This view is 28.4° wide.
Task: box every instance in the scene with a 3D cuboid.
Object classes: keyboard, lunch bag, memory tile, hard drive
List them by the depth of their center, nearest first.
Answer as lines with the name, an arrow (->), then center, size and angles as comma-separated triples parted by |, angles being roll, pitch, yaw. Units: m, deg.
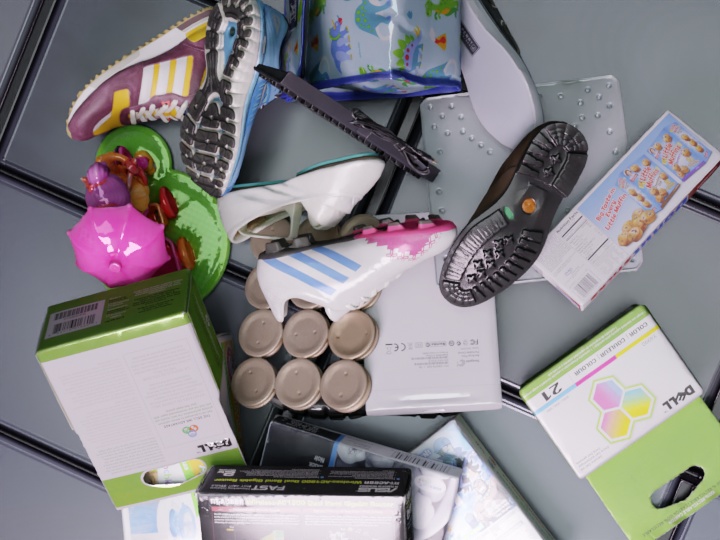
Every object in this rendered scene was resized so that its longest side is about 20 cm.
keyboard -> -0.002, -0.133, 1.331 | 0.199, 0.127, 0.021 | 29, 88, -33
lunch bag -> -0.006, -0.255, 1.381 | 0.199, 0.127, 0.172 | 2, 89, 47
hard drive -> 0.067, 0.040, 1.394 | 0.131, 0.027, 0.202 | -3, 69, 3
memory tile -> -0.049, 0.040, 1.403 | 0.152, 0.017, 0.202 | -2, 70, 24

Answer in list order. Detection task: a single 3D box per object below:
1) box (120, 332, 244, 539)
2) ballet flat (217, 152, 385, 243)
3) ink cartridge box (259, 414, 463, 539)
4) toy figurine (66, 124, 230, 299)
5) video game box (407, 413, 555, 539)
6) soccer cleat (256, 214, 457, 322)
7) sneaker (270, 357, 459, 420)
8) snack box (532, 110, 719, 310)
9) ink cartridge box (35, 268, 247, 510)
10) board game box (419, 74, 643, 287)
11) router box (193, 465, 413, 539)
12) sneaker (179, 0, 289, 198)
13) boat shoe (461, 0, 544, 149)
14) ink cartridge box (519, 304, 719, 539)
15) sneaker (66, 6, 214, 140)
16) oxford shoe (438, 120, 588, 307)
box -> -0.180, 0.166, 1.421 | 0.111, 0.101, 0.202 | -6, 90, 6
ballet flat -> -0.057, -0.065, 1.398 | 0.199, 0.069, 0.070 | -11, 89, 33
ink cartridge box -> -0.017, 0.264, 1.388 | 0.196, 0.043, 0.202 | 14, 99, 11
toy figurine -> -0.225, -0.055, 1.385 | 0.149, 0.184, 0.202 | -18, 88, 6
video game box -> 0.074, 0.274, 1.411 | 0.200, 0.047, 0.183 | -38, 88, 13
soccer cleat -> 0.000, 0.000, 1.356 | 0.198, 0.070, 0.087 | -10, 97, 12
sneaker -> 0.007, 0.109, 1.425 | 0.198, 0.075, 0.080 | -1, 78, -1
snack box -> 0.251, -0.058, 1.347 | 0.072, 0.024, 0.200 | 42, 83, 18
ink cartridge box -> -0.198, 0.117, 1.342 | 0.146, 0.076, 0.201 | -14, 122, 6
board game box -> 0.165, -0.084, 1.393 | 0.198, 0.026, 0.202 | -6, 73, 6
router box -> -0.048, 0.262, 1.323 | 0.198, 0.062, 0.151 | 0, 108, 8
sneaker -> -0.111, -0.165, 1.392 | 0.078, 0.090, 0.202 | 29, 110, 36
boat shoe -> 0.130, -0.212, 1.392 | 0.069, 0.056, 0.201 | -38, 75, 40
ink cartridge box -> 0.270, 0.155, 1.377 | 0.147, 0.076, 0.201 | -36, 85, 5
sneaker -> -0.198, -0.177, 1.421 | 0.199, 0.075, 0.090 | -37, 86, -9
oxford shoe -> 0.143, -0.052, 1.341 | 0.072, 0.084, 0.201 | 35, 99, -10
